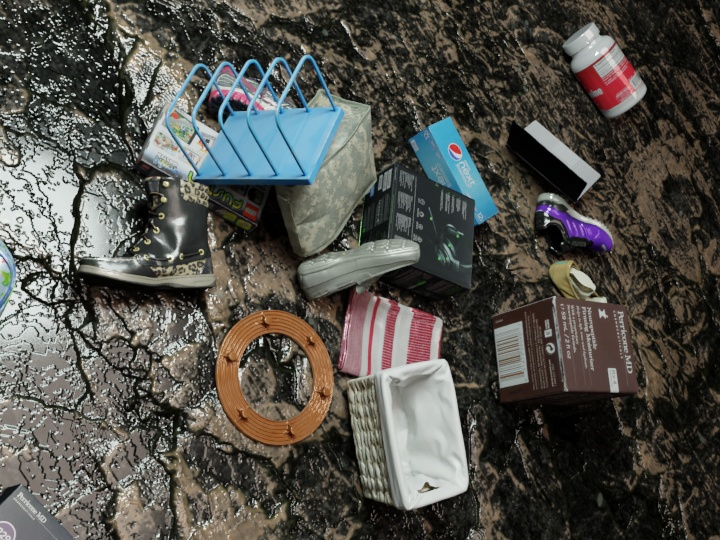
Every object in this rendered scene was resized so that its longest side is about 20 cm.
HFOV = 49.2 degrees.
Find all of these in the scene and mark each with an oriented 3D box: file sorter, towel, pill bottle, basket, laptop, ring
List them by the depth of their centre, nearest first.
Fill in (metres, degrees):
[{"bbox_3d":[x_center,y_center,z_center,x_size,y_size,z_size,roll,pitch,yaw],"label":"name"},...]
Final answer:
[{"bbox_3d":[-0.149,-0.212,1.096,0.123,0.197,0.140,61,42,-47],"label":"file sorter"},{"bbox_3d":[-0.122,0.157,1.173,0.198,0.019,0.204,13,67,-32],"label":"ring"},{"bbox_3d":[0.067,0.247,1.200,0.134,0.123,0.204,-6,83,-35],"label":"basket"},{"bbox_3d":[0.056,0.122,1.308,0.198,0.023,0.146,21,64,-29],"label":"towel"},{"bbox_3d":[0.397,-0.241,1.576,0.187,0.116,0.199,43,52,11],"label":"laptop"},{"bbox_3d":[0.554,-0.459,1.798,0.201,0.112,0.112,50,54,-11],"label":"pill bottle"}]

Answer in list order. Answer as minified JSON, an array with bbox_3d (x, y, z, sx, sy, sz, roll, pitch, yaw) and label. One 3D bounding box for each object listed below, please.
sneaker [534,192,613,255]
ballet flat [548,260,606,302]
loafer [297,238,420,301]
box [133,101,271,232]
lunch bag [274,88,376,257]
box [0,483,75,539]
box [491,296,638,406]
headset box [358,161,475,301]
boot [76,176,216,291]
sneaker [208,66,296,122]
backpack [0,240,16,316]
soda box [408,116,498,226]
[{"bbox_3d":[0.431,-0.068,1.614,0.198,0.069,0.101,28,65,-19],"label":"sneaker"},{"bbox_3d":[0.459,0.059,1.588,0.200,0.063,0.069,45,55,-15],"label":"ballet flat"},{"bbox_3d":[0.000,0.000,1.226,0.070,0.197,0.071,-68,144,-69],"label":"loafer"},{"bbox_3d":[-0.230,-0.154,1.189,0.198,0.035,0.112,30,60,-24],"label":"box"},{"bbox_3d":[-0.067,-0.142,1.206,0.116,0.165,0.201,21,59,20],"label":"lunch bag"},{"bbox_3d":[-0.376,0.366,0.888,0.201,0.078,0.141,51,51,-11],"label":"box"},{"bbox_3d":[0.369,0.152,1.429,0.197,0.163,0.169,7,71,-33],"label":"box"},{"bbox_3d":[0.105,-0.061,1.358,0.198,0.092,0.177,19,64,-29],"label":"headset box"},{"bbox_3d":[-0.287,-0.051,1.076,0.198,0.073,0.154,5,83,-38],"label":"boot"},{"bbox_3d":[-0.144,-0.261,1.259,0.198,0.080,0.076,22,56,-30],"label":"sneaker"},{"bbox_3d":[-0.485,0.037,0.892,0.163,0.153,0.201,44,42,-7],"label":"backpack"},{"bbox_3d":[0.174,-0.176,1.464,0.067,0.064,0.202,-29,92,-38],"label":"soda box"}]
